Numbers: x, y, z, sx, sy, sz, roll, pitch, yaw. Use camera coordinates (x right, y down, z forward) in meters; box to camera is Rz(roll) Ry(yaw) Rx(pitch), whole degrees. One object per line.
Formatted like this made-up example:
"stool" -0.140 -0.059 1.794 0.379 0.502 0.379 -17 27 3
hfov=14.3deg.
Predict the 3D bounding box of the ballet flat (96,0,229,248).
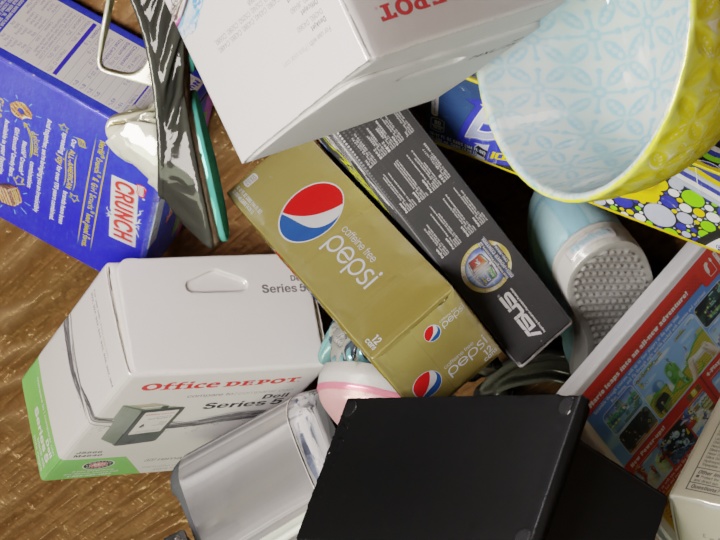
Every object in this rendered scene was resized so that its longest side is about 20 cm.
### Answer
"ballet flat" -0.123 -0.111 1.738 0.068 0.068 0.201 -6 97 2

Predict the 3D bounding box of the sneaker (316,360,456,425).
"sneaker" 0.045 0.139 1.743 0.200 0.105 0.075 34 156 -24

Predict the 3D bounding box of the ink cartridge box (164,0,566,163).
"ink cartridge box" -0.016 -0.186 1.491 0.146 0.147 0.200 -34 79 53

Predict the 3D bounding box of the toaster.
"toaster" -0.033 0.146 1.930 0.129 0.200 0.114 -34 68 28

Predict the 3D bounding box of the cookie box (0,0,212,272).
"cookie box" -0.204 -0.099 1.870 0.200 0.075 0.171 29 146 7

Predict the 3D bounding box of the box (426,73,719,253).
"box" 0.138 -0.082 1.630 0.200 0.064 0.070 21 144 16

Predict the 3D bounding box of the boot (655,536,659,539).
"boot" 0.188 0.142 1.766 0.070 0.200 0.147 -135 30 -62

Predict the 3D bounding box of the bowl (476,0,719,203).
"bowl" 0.155 -0.134 1.499 0.107 0.201 0.200 0 159 -30

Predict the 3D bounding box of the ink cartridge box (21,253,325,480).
"ink cartridge box" -0.128 0.067 1.935 0.145 0.084 0.200 -3 158 -25

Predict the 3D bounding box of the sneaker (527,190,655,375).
"sneaker" 0.144 0.010 1.751 0.200 0.074 0.082 76 167 -55

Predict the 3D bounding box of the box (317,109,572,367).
"box" 0.030 -0.048 1.702 0.200 0.044 0.160 51 178 -24

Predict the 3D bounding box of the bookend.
"bookend" 0.107 0.153 1.610 0.199 0.092 0.200 33 158 -32

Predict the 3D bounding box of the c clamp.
"c clamp" 0.141 0.126 1.908 0.171 0.027 0.200 -3 131 41

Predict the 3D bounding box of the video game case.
"video game case" 0.216 0.098 1.718 0.200 0.143 0.017 51 160 -24

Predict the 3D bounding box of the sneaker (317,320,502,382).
"sneaker" 0.025 0.055 1.789 0.078 0.086 0.200 47 175 -11

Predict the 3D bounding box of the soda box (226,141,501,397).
"soda box" 0.000 0.000 1.701 0.068 0.064 0.200 51 177 -42

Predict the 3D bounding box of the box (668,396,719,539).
"box" 0.256 0.088 1.620 0.095 0.200 0.078 13 140 28
